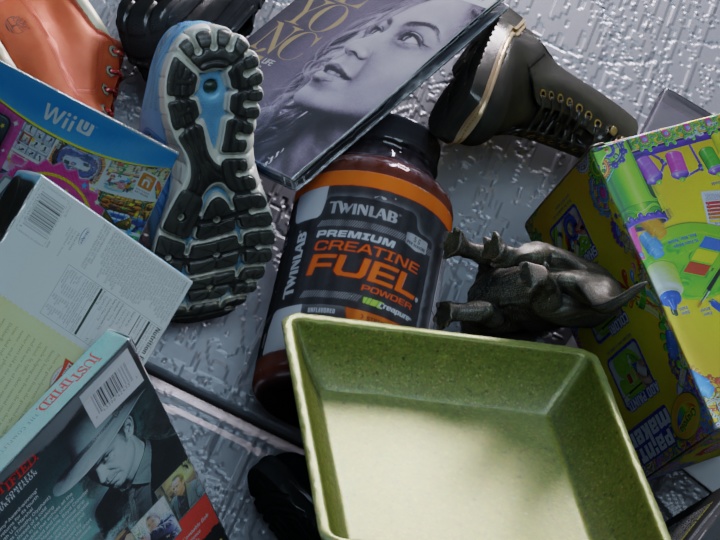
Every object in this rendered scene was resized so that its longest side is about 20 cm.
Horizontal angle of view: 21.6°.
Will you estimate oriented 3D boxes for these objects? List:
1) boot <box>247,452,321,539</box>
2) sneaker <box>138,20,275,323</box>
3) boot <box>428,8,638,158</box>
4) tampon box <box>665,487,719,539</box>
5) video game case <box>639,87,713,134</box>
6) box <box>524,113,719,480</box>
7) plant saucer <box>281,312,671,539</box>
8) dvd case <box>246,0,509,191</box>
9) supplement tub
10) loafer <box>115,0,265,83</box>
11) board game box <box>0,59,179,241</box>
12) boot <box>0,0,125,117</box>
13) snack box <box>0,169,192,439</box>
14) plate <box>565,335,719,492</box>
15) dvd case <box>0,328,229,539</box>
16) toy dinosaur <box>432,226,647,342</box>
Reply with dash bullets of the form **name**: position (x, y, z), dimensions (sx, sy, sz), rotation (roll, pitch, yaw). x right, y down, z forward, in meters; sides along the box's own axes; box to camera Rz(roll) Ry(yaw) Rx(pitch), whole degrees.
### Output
- **boot**: position (0.049, 0.146, 1.173), dimensions (0.200, 0.076, 0.168), rotation (47, 66, -3)
- **sneaker**: position (-0.101, -0.063, 1.184), dimensions (0.078, 0.090, 0.200), rotation (-2, 111, -22)
- **boot**: position (0.128, -0.104, 1.267), dimensions (0.138, 0.077, 0.200), rotation (37, 29, -4)
- **tampon box**: position (0.204, 0.237, 1.117), dimensions (0.150, 0.200, 0.126), rotation (44, 62, 3)
- **video game case**: position (0.233, -0.016, 1.302), dimensions (0.143, 0.019, 0.200), rotation (31, 63, -3)
- **box**: position (0.246, 0.006, 1.217), dimensions (0.200, 0.122, 0.193), rotation (-15, 72, -23)
- **plant saucer**: position (0.056, 0.110, 1.059), dimensions (0.200, 0.048, 0.200), rotation (8, 33, -15)
- **dvd case**: position (-0.020, -0.139, 1.244), dimensions (0.200, 0.016, 0.149), rotation (-42, 42, -21)
- **supplement tub**: position (0.000, 0.000, 1.205), dimensions (0.107, 0.107, 0.200), rotation (16, 64, -11)
- **loafer**: position (-0.095, -0.192, 1.284), dimensions (0.068, 0.070, 0.201), rotation (11, 42, 29)
- **board game box**: position (-0.216, -0.012, 1.080), dimensions (0.147, 0.064, 0.200), rotation (27, 86, -33)
- **boot**: position (-0.180, -0.104, 1.214), dimensions (0.107, 0.075, 0.200), rotation (-27, 77, -31)
- **snack box**: position (-0.190, 0.060, 1.042), dimensions (0.116, 0.037, 0.200), rotation (38, 75, -32)
- **plate**: position (0.265, 0.052, 1.310), dimensions (0.200, 0.032, 0.200), rotation (38, 63, 1)
- **dvd case**: position (-0.148, 0.150, 1.060), dimensions (0.022, 0.200, 0.146), rotation (21, 56, 35)
- **toy dinosaur**: position (0.112, 0.012, 1.169), dimensions (0.102, 0.200, 0.077), rotation (13, 65, -38)
